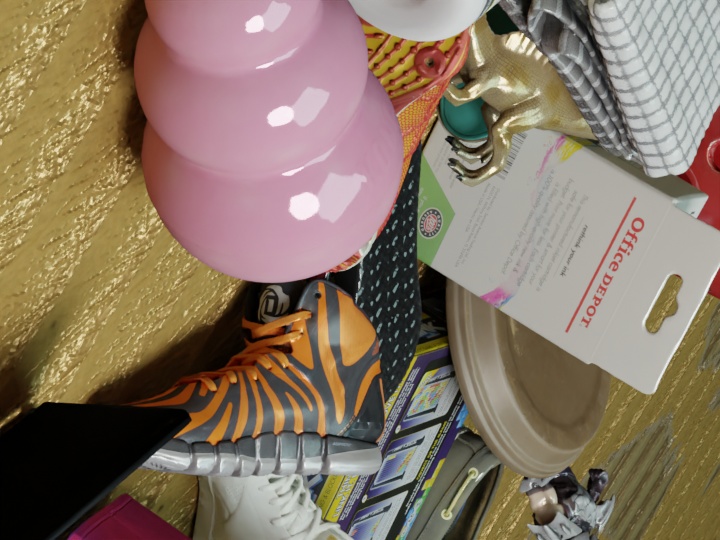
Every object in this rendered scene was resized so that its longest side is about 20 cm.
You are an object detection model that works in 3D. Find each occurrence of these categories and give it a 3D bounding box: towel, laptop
[{"bbox_3d":[0.164,-0.173,1.282,0.200,0.085,0.166,-62,145,-20],"label":"towel"},{"bbox_3d":[-0.180,0.155,1.122,0.177,0.103,0.200,-40,153,-37],"label":"laptop"}]

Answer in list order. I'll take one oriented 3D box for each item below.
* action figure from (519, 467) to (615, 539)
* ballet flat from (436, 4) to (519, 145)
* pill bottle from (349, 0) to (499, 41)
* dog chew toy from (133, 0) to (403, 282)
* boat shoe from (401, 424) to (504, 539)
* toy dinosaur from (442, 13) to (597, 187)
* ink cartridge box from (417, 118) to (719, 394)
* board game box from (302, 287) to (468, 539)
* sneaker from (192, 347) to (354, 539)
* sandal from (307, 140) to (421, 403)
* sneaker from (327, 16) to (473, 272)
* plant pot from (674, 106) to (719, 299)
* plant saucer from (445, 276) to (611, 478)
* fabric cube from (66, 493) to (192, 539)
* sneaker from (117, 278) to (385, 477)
[{"bbox_3d":[0.135,0.135,1.664,0.069,0.200,0.130,-24,151,2],"label":"action figure"},{"bbox_3d":[0.104,-0.167,1.365,0.069,0.069,0.200,-21,138,-57],"label":"ballet flat"},{"bbox_3d":[0.069,-0.207,1.151,0.200,0.112,0.112,-43,155,-34],"label":"pill bottle"},{"bbox_3d":[-0.047,-0.086,1.064,0.125,0.124,0.200,-47,149,-26],"label":"dog chew toy"},{"bbox_3d":[0.051,0.203,1.659,0.072,0.060,0.202,-13,125,-50],"label":"boat shoe"},{"bbox_3d":[0.091,-0.095,1.323,0.101,0.058,0.200,-42,127,17],"label":"toy dinosaur"},{"bbox_3d":[0.129,-0.023,1.416,0.067,0.200,0.117,-10,129,-63],"label":"ink cartridge box"},{"bbox_3d":[0.004,0.116,1.541,0.165,0.057,0.200,-11,131,-59],"label":"board game box"},{"bbox_3d":[-0.040,0.138,1.393,0.074,0.115,0.200,-41,151,-33],"label":"sneaker"},{"bbox_3d":[0.000,0.000,1.385,0.075,0.045,0.200,-19,122,-45],"label":"sandal"},{"bbox_3d":[0.008,-0.096,1.263,0.200,0.073,0.077,-63,180,26],"label":"sneaker"},{"bbox_3d":[0.238,-0.094,1.569,0.200,0.182,0.201,-48,154,-33],"label":"plant pot"},{"bbox_3d":[0.119,0.039,1.558,0.200,0.029,0.200,24,61,-53],"label":"plant saucer"},{"bbox_3d":[-0.109,0.258,1.213,0.196,0.199,0.200,-56,179,2],"label":"fabric cube"},{"bbox_3d":[-0.069,0.057,1.286,0.200,0.077,0.112,4,88,-44],"label":"sneaker"}]
